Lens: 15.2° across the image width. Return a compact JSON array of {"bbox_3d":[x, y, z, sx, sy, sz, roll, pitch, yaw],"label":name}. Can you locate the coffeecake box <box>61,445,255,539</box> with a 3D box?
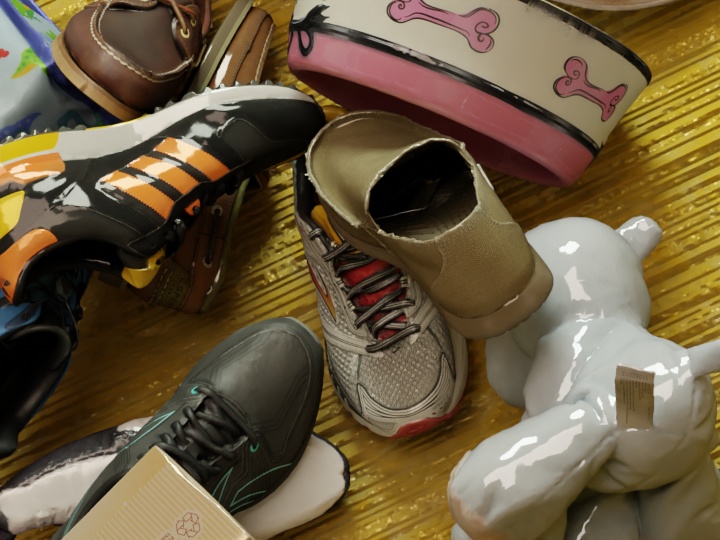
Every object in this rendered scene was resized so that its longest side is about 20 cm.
[{"bbox_3d":[-0.099,0.194,1.327,0.154,0.200,0.073,-46,62,-6],"label":"coffeecake box"}]

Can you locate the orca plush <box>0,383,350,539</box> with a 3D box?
[{"bbox_3d":[-0.107,0.123,1.445,0.200,0.071,0.105,-21,86,-5],"label":"orca plush"}]

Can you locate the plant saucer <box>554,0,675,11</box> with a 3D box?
[{"bbox_3d":[0.133,-0.234,1.517,0.200,0.037,0.201,2,73,-7],"label":"plant saucer"}]

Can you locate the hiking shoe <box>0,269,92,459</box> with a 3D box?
[{"bbox_3d":[-0.171,0.019,1.445,0.087,0.074,0.200,11,70,48],"label":"hiking shoe"}]

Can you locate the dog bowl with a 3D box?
[{"bbox_3d":[0.050,-0.108,1.433,0.200,0.200,0.074,22,87,25],"label":"dog bowl"}]

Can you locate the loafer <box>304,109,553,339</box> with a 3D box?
[{"bbox_3d":[0.030,-0.039,1.354,0.076,0.067,0.200,-35,37,-12],"label":"loafer"}]

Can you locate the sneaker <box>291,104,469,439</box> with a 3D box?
[{"bbox_3d":[0.000,0.000,1.454,0.078,0.082,0.200,-22,62,6],"label":"sneaker"}]

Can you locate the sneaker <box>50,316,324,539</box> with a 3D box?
[{"bbox_3d":[-0.087,0.106,1.372,0.075,0.079,0.200,39,81,3],"label":"sneaker"}]

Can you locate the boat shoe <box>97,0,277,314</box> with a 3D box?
[{"bbox_3d":[-0.082,-0.062,1.525,0.068,0.072,0.200,25,64,-5],"label":"boat shoe"}]

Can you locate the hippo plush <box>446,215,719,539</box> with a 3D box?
[{"bbox_3d":[0.098,0.054,1.348,0.159,0.200,0.161,-14,52,-14],"label":"hippo plush"}]

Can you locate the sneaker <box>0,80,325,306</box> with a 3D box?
[{"bbox_3d":[-0.106,-0.034,1.411,0.200,0.070,0.090,-13,69,-15],"label":"sneaker"}]

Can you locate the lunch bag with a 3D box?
[{"bbox_3d":[-0.243,-0.089,1.553,0.170,0.127,0.200,-43,44,3],"label":"lunch bag"}]

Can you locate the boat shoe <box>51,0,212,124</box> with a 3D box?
[{"bbox_3d":[-0.122,-0.132,1.496,0.070,0.200,0.070,41,101,-10],"label":"boat shoe"}]
